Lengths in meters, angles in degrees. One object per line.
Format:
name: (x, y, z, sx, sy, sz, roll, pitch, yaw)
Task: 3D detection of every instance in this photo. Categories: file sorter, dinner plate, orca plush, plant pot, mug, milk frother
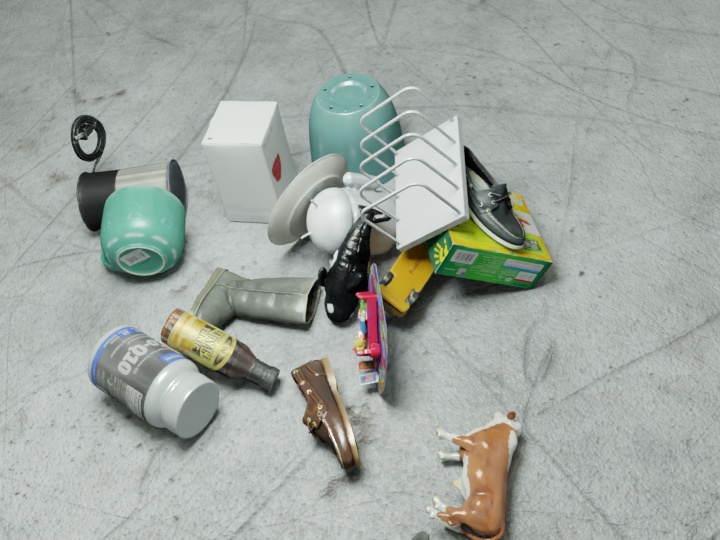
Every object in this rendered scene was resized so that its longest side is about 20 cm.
file sorter: (0.077, -0.163, 1.222, 0.138, 0.124, 0.203, -26, 50, 36)
dinner plate: (-0.087, -0.120, 1.367, 0.024, 0.201, 0.200, 40, 65, 19)
orca plush: (0.000, 0.000, 1.264, 0.202, 0.104, 0.071, -59, 33, 3)
plant pot: (-0.015, -0.286, 1.512, 0.196, 0.162, 0.203, -5, 49, 6)
mug: (-0.401, -0.053, 1.411, 0.149, 0.186, 0.116, 5, 53, -16)
milk frother: (-0.453, -0.199, 1.494, 0.184, 0.202, 0.182, -8, 45, 3)

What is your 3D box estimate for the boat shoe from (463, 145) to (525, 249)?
boat shoe: (0.210, -0.124, 1.246, 0.074, 0.066, 0.201, -6, 52, -39)

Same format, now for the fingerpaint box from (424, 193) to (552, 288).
fingerpaint box: (0.201, -0.065, 1.291, 0.197, 0.074, 0.169, 8, 45, -25)

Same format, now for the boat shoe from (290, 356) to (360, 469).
boat shoe: (-0.055, 0.219, 1.158, 0.069, 0.071, 0.201, -14, 41, -11)

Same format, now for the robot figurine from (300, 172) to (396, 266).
robot figurine: (-0.012, -0.085, 1.342, 0.197, 0.173, 0.112, 1, 15, -35)

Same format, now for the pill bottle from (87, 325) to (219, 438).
pill bottle: (-0.326, 0.176, 1.213, 0.198, 0.115, 0.114, 24, 58, 27)

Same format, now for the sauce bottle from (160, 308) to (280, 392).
sauce bottle: (-0.224, 0.131, 1.234, 0.197, 0.066, 0.067, 25, 56, 3)

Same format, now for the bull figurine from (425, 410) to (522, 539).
bull figurine: (0.163, 0.277, 1.074, 0.119, 0.066, 0.202, 1, 48, 16)

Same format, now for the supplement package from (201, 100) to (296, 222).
supplement package: (-0.204, -0.203, 1.450, 0.117, 0.202, 0.123, 4, 51, 13)

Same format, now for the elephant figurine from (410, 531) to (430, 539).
elephant figurine: (0.076, 0.458, 0.916, 0.200, 0.157, 0.141, 41, 23, 23)

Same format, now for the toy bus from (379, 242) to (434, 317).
toy bus: (0.091, -0.006, 1.305, 0.065, 0.078, 0.201, 35, 60, 2)

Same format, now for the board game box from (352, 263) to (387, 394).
board game box: (0.008, 0.090, 1.192, 0.038, 0.159, 0.202, -3, 49, -7)

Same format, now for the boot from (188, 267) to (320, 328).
boot: (-0.182, 0.072, 1.314, 0.196, 0.073, 0.184, 13, 55, 11)
